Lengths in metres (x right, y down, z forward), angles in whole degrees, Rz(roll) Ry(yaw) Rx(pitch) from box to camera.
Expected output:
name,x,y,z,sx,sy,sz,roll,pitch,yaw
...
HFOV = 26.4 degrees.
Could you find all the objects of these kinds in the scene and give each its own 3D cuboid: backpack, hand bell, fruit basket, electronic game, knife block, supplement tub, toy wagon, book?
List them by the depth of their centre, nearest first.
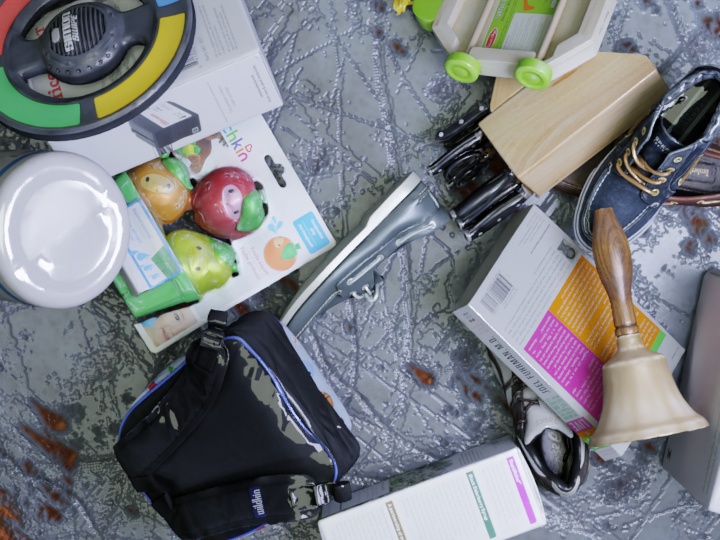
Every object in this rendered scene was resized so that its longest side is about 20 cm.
name,x,y,z,sx,sy,sz,roll,pitch,yaw
electronic game,-0.236,-0.195,1.308,0.199,0.042,0.201,-7,59,12
hand bell,0.229,0.044,1.319,0.104,0.104,0.201,-10,84,0
supplement tub,-0.300,-0.039,1.319,0.132,0.200,0.132,-3,95,-38
backpack,-0.115,0.145,1.375,0.190,0.154,0.200,-33,90,21
knife block,0.164,-0.108,1.377,0.199,0.064,0.176,7,81,26
book,0.188,0.056,1.380,0.200,0.048,0.134,45,55,-12
toy wagon,0.126,-0.235,1.382,0.199,0.040,0.155,9,61,29
fruit basket,-0.151,-0.052,1.400,0.200,0.094,0.186,-30,94,-2

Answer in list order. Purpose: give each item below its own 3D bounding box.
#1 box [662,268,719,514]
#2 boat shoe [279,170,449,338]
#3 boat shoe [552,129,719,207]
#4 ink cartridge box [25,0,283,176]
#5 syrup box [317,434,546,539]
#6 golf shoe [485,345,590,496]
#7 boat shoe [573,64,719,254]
name,x,y,z,sx,sy,sz,roll,pitch,yaw
box,0.386,0.116,1.360,0.171,0.200,0.200,12,94,0
boat shoe,0.000,0.000,1.413,0.062,0.073,0.200,42,95,-7
boat shoe,0.263,-0.096,1.411,0.199,0.070,0.071,2,95,1
ink cartridge box,-0.188,-0.182,1.363,0.199,0.084,0.145,-22,57,1
syrup box,0.065,0.227,1.426,0.199,0.079,0.082,-20,93,1
golf shoe,0.169,0.112,1.412,0.078,0.094,0.201,-21,92,4
boat shoe,0.249,-0.096,1.330,0.071,0.091,0.200,38,104,9
